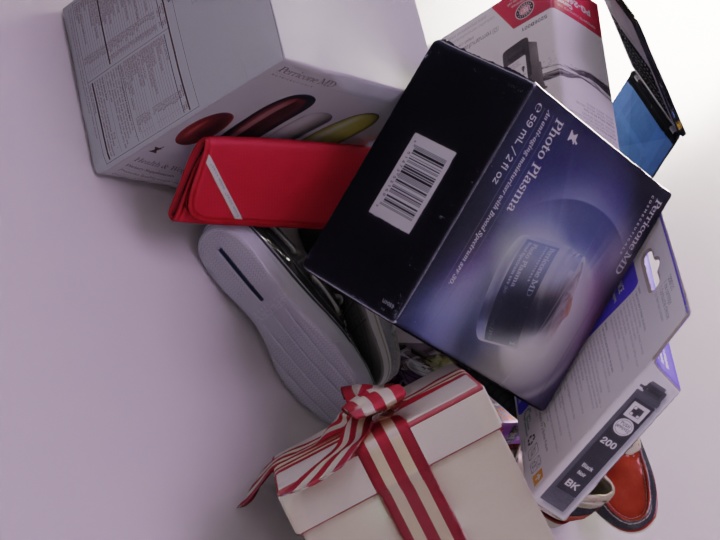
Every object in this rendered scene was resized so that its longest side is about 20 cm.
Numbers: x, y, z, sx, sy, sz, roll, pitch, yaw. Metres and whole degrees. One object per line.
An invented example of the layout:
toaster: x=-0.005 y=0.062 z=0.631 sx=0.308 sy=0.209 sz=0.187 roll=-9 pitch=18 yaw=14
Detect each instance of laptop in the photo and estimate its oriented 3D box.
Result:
laptop: x=0.237 y=-0.166 z=1.798 sx=0.201 sy=0.115 sz=0.188 roll=62 pitch=6 yaw=-26

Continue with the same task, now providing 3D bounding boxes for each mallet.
mallet: x=0.074 y=0.071 z=1.514 sx=0.200 sy=0.041 sz=0.066 roll=44 pitch=23 yaw=28

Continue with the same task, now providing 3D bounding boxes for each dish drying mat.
dish drying mat: x=-0.050 y=-0.064 z=1.397 sx=0.199 sy=0.077 sz=0.018 roll=2 pitch=31 yaw=-39

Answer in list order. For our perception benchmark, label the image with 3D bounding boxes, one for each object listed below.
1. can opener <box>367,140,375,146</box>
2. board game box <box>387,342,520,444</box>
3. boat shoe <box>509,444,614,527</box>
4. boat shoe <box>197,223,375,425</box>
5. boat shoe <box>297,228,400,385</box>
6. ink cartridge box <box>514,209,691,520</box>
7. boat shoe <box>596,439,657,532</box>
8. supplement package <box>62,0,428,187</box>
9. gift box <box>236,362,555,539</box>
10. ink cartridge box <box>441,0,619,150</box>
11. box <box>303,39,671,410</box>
can opener: x=0.021 y=-0.117 z=1.601 sx=0.199 sy=0.066 sz=0.053 roll=7 pitch=52 yaw=-46
board game box: x=0.095 y=0.104 z=1.552 sx=0.120 sy=0.032 sz=0.199 roll=44 pitch=23 yaw=31
boat shoe: x=0.140 y=0.166 z=1.595 sx=0.199 sy=0.062 sz=0.072 roll=33 pitch=46 yaw=-35
boat shoe: x=-0.043 y=0.031 z=1.431 sx=0.201 sy=0.072 sz=0.071 roll=56 pitch=39 yaw=-8
boat shoe: x=-0.001 y=0.000 z=1.490 sx=0.064 sy=0.075 sz=0.203 roll=-4 pitch=59 yaw=-27
ink cartridge box: x=0.193 y=0.060 z=1.413 sx=0.043 sy=0.200 sz=0.199 roll=29 pitch=27 yaw=-16
boat shoe: x=0.221 y=0.143 z=1.684 sx=0.063 sy=0.071 sz=0.201 roll=89 pitch=-17 yaw=-73
supplement package: x=-0.083 y=-0.165 z=1.396 sx=0.191 sy=0.199 sz=0.148 roll=7 pitch=62 yaw=-50
gift box: x=0.026 y=0.176 z=1.309 sx=0.188 sy=0.199 sz=0.185 roll=64 pitch=-7 yaw=-4
ink cartridge box: x=0.161 y=-0.160 z=1.761 sx=0.083 sy=0.145 sz=0.201 roll=26 pitch=48 yaw=-39
box: x=0.100 y=-0.031 z=1.376 sx=0.198 sy=0.123 sz=0.201 roll=30 pitch=91 yaw=-45
